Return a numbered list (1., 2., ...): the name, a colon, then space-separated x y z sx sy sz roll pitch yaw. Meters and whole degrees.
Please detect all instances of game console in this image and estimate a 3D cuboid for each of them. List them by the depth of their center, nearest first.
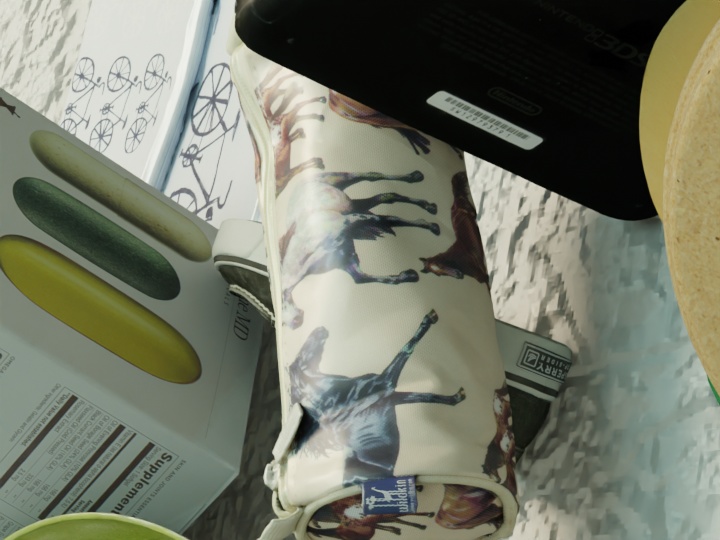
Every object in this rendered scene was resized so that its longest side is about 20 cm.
1. game console: 0.081 -0.127 0.821 0.176 0.200 0.116 -34 47 38

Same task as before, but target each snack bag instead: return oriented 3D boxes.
1. snack bag: -0.084 -0.081 1.159 0.200 0.021 0.189 3 74 52

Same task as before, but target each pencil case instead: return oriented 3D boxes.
1. pencil case: 0.000 0.000 0.859 0.078 0.089 0.200 -40 53 55

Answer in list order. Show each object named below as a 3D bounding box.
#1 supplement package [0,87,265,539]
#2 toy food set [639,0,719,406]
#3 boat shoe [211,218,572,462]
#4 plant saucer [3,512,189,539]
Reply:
1. supplement package: -0.164 0.033 1.015 0.151 0.200 0.152 -47 19 29
2. toy food set: 0.170 -0.006 0.711 0.200 0.049 0.198 -20 90 44
3. boat shoe: -0.002 0.029 0.957 0.200 0.071 0.064 23 90 52
4. plant saucer: -0.085 0.190 0.952 0.200 0.031 0.200 5 99 32
